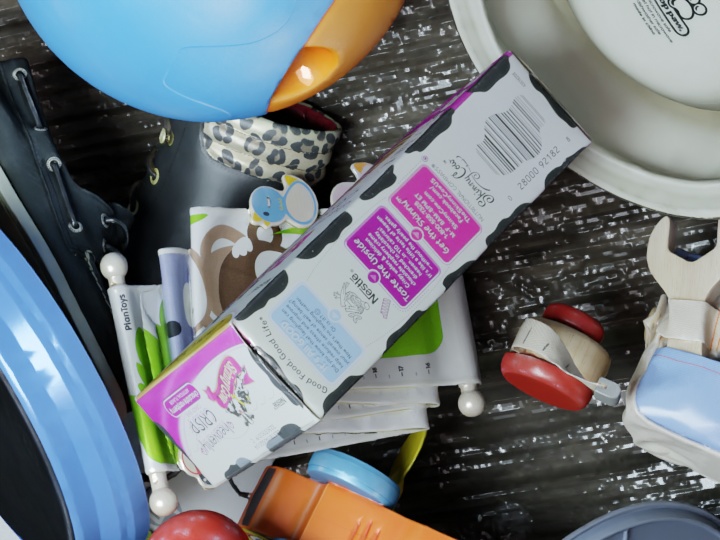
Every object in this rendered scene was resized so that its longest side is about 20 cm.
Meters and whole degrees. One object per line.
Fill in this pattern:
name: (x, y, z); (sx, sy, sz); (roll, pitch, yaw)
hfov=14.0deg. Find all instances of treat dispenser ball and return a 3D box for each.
treat dispenser ball: (-0.068, -0.169, 1.355); (0.199, 0.201, 0.202); (6, 108, 20)

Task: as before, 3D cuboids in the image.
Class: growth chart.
growth chart: (-0.031, 0.025, 1.407); (0.018, 0.199, 0.146); (-35, 71, 62)

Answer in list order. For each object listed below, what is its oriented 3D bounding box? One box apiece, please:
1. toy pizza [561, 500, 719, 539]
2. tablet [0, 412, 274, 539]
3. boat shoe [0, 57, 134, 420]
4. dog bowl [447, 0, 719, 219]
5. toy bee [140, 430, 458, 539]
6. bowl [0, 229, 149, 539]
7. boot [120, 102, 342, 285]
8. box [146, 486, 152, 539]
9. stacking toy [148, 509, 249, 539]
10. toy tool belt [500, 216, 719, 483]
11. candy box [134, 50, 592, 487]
toy pizza: (0.110, 0.198, 1.416); (0.032, 0.199, 0.202); (34, 120, 45)
tablet: (-0.122, 0.109, 1.521); (0.129, 0.014, 0.201); (27, 133, -1)
boat shoe: (-0.144, -0.021, 1.430); (0.200, 0.066, 0.075); (57, 156, 21)
dog bowl: (0.138, -0.123, 1.307); (0.199, 0.074, 0.201); (27, 142, 23)
toy bee: (-0.013, 0.122, 1.448); (0.131, 0.109, 0.200); (-42, 76, -8)
bowl: (-0.172, 0.057, 1.417); (0.201, 0.039, 0.201); (48, 157, 28)
boot: (-0.113, -0.034, 1.488); (0.202, 0.073, 0.155); (20, 110, 10)
box: (-0.174, 0.205, 1.521); (0.048, 0.122, 0.200); (44, 125, -12)
stacking toy: (-0.041, 0.203, 1.379); (0.085, 0.085, 0.201); (-24, 104, 26)
toy tool belt: (0.179, 0.034, 1.380); (0.199, 0.125, 0.124); (23, 77, 10)
candy box: (0.000, 0.000, 1.341); (0.061, 0.200, 0.136); (46, 151, -4)
